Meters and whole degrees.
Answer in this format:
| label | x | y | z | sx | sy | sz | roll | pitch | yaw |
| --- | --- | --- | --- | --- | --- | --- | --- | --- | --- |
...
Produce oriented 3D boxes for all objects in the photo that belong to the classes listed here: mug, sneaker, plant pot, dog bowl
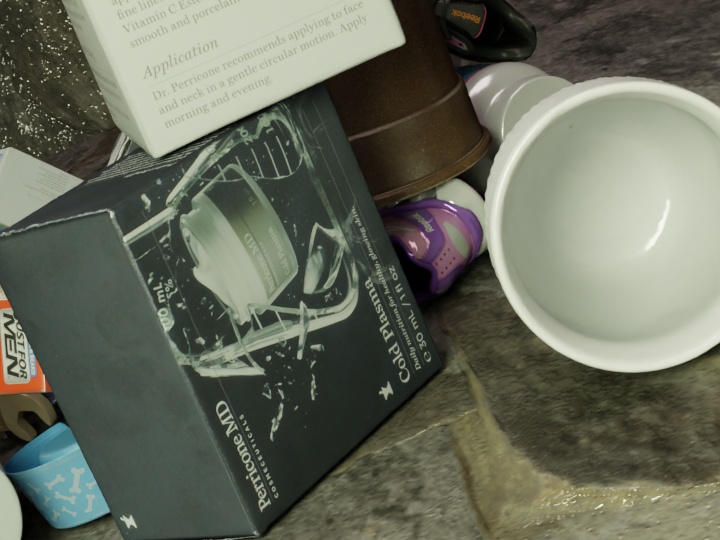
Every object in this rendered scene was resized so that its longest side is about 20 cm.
| label | x | y | z | sx | sy | sz | roll | pitch | yaw |
| --- | --- | --- | --- | --- | --- | --- | --- | --- | --- |
| mug | 0.165 | -0.030 | 0.953 | 0.198 | 0.149 | 0.175 | 7 | 8 | 1 |
| sneaker | 0.059 | -0.211 | 1.361 | 0.198 | 0.081 | 0.086 | 7 | 12 | -33 |
| sneaker | 0.000 | 0.000 | 1.241 | 0.199 | 0.081 | 0.089 | -18 | 31 | 36 |
| plant pot | -0.025 | -0.161 | 1.241 | 0.198 | 0.200 | 0.201 | -15 | 18 | 5 |
| dog bowl | -0.135 | 0.100 | 1.127 | 0.199 | 0.050 | 0.111 | -32 | 11 | -29 |

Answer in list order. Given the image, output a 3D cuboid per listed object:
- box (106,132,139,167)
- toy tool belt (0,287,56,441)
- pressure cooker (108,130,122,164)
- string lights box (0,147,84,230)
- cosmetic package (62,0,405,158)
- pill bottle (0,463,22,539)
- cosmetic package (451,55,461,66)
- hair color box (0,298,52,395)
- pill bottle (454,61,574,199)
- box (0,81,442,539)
| label | x | y | z | sx | sy | sz | roll | pitch | yaw |
| --- | --- | --- | --- | --- | --- | --- | --- | --- | --- |
| box | -0.078 | -0.124 | 1.401 | 0.200 | 0.199 | 0.050 | -64 | 16 | 1 |
| toy tool belt | -0.271 | 0.073 | 1.355 | 0.125 | 0.123 | 0.199 | -45 | 27 | -27 |
| pressure cooker | -0.124 | -0.076 | 1.532 | 0.176 | 0.179 | 0.200 | -42 | 16 | -9 |
| string lights box | -0.279 | -0.049 | 1.409 | 0.200 | 0.102 | 0.059 | -1 | 67 | 62 |
| cosmetic package | -0.099 | -0.196 | 1.013 | 0.164 | 0.202 | 0.165 | -24 | 15 | -10 |
| pill bottle | -0.282 | 0.146 | 1.084 | 0.113 | 0.114 | 0.200 | -30 | 14 | -23 |
| cosmetic package | 0.027 | -0.172 | 1.561 | 0.090 | 0.107 | 0.201 | -29 | -22 | -20 |
| hair color box | -0.254 | 0.051 | 1.144 | 0.198 | 0.065 | 0.111 | -6 | -2 | 29 |
| pill bottle | 0.103 | -0.111 | 1.391 | 0.108 | 0.110 | 0.200 | -29 | 14 | -18 |
| box | -0.080 | 0.022 | 1.012 | 0.123 | 0.201 | 0.196 | -10 | 20 | 43 |
